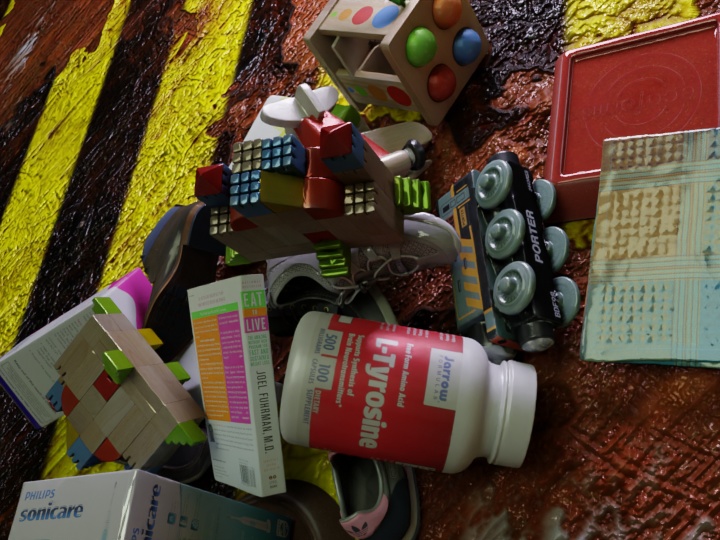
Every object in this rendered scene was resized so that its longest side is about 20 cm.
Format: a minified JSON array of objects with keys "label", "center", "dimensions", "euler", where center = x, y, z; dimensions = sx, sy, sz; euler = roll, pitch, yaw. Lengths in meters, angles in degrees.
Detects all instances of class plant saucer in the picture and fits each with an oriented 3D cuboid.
[{"label":"plant saucer","center":[-0.092,0.296,0.733],"dimensions":[0.198,0.034,0.202],"euler":[-18,56,29]},{"label":"plant saucer","center":[0.265,-0.151,0.725],"dimensions":[0.198,0.037,0.202],"euler":[-6,62,35]}]

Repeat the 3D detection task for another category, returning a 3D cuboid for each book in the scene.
[{"label":"book","center":[-0.122,0.111,0.767],"dimensions":[0.133,0.048,0.203],"euler":[-12,83,61]}]

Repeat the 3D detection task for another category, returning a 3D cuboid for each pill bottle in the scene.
[{"label":"pill bottle","center":[0.040,0.104,0.646],"dimensions":[0.197,0.113,0.113],"euler":[9,66,4]}]

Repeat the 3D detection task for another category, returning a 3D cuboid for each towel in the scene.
[{"label":"towel","center":[0.261,-0.019,0.635],"dimensions":[0.145,0.022,0.203],"euler":[0,75,35]}]

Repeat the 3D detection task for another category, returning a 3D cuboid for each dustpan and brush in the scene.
[{"label":"dustpan and brush","center":[-0.146,0.113,0.875],"dimensions":[0.199,0.057,0.140],"euler":[10,64,47]}]

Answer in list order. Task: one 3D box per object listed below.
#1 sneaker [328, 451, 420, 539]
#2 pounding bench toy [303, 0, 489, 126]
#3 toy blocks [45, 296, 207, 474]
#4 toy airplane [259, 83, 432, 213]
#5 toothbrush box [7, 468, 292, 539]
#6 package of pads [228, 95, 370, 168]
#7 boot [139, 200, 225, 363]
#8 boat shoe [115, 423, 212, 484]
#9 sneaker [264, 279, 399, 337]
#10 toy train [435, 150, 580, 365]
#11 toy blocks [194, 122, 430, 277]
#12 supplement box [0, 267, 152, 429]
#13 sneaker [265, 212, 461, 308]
[{"label":"sneaker","center":[0.002,0.151,0.712],"dimensions":[0.070,0.082,0.202],"euler":[-32,49,21]},{"label":"pounding bench toy","center":[0.030,-0.279,0.855],"dimensions":[0.155,0.200,0.125],"euler":[21,71,43]},{"label":"toy blocks","center":[-0.261,0.148,0.818],"dimensions":[0.200,0.100,0.137],"euler":[46,104,16]},{"label":"toy airplane","center":[-0.023,-0.104,0.821],"dimensions":[0.197,0.142,0.200],"euler":[6,42,2]},{"label":"toothbrush box","center":[-0.177,0.240,0.670],"dimensions":[0.145,0.200,0.086],"euler":[-13,57,30]},{"label":"package of pads","center":[-0.093,-0.114,0.950],"dimensions":[0.154,0.068,0.202],"euler":[19,76,41]},{"label":"boot","center":[-0.222,0.011,0.920],"dimensions":[0.096,0.074,0.202],"euler":[16,81,50]},{"label":"boat shoe","center":[-0.248,0.196,0.881],"dimensions":[0.198,0.073,0.075],"euler":[-4,62,35]},{"label":"sneaker","center":[-0.033,0.051,0.786],"dimensions":[0.106,0.075,0.200],"euler":[-33,37,-12]},{"label":"toy train","center":[0.129,-0.010,0.712],"dimensions":[0.114,0.084,0.202],"euler":[-38,47,45]},{"label":"toy blocks","center":[-0.056,-0.061,0.640],"dimensions":[0.198,0.137,0.101],"euler":[-7,71,20]},{"label":"supplement box","center":[-0.339,0.097,0.964],"dimensions":[0.199,0.104,0.101],"euler":[-30,13,21]},{"label":"sneaker","center":[0.000,0.000,0.724],"dimensions":[0.198,0.075,0.083],"euler":[-9,54,25]}]
